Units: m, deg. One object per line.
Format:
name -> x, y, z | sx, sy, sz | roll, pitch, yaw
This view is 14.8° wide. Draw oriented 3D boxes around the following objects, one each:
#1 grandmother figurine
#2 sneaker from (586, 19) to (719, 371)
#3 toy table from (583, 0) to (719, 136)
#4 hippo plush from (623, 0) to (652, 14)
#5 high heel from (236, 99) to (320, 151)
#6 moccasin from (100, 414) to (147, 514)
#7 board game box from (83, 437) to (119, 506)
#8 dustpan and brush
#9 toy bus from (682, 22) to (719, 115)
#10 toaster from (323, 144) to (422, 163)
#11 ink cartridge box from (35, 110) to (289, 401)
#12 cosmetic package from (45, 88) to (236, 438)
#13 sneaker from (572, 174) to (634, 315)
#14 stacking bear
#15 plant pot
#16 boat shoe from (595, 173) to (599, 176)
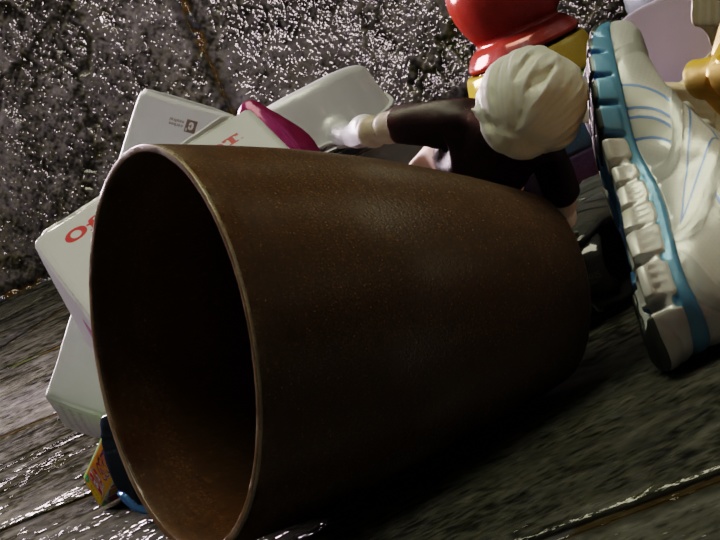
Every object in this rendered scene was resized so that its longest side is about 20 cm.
grandmother figurine -> 0.057, -0.056, 1.383 | 0.121, 0.061, 0.200 | 11, -23, -16
sneaker -> 0.158, -0.042, 1.308 | 0.086, 0.201, 0.075 | -13, -38, 2
toy table -> 0.191, -0.082, 1.415 | 0.199, 0.185, 0.117 | -8, 2, 27
hippo plush -> 0.263, -0.165, 1.822 | 0.199, 0.161, 0.159 | -26, 6, -10
high heel -> -0.071, -0.017, 1.683 | 0.067, 0.096, 0.200 | -29, -15, -31
moccasin -> -0.049, 0.064, 1.527 | 0.199, 0.068, 0.080 | -27, 6, -20
board game box -> -0.065, 0.073, 1.614 | 0.199, 0.030, 0.096 | -29, -10, -20
dustpan and brush -> -0.025, -0.091, 1.781 | 0.139, 0.057, 0.200 | -28, 0, -18
toy bus -> 0.238, -0.064, 1.179 | 0.135, 0.200, 0.193 | -7, 51, 58
toaster -> 0.009, -0.024, 1.836 | 0.199, 0.119, 0.181 | -25, 5, 0
ink cartridge box -> -0.067, 0.017, 1.468 | 0.144, 0.085, 0.200 | -32, 38, -9
cosmetic package -> -0.128, 0.003, 1.701 | 0.074, 0.201, 0.102 | 16, -13, 4
sneaker -> 0.092, 0.004, 1.498 | 0.199, 0.076, 0.091 | -29, 14, -12
stacking bear -> 0.124, -0.132, 1.904 | 0.113, 0.201, 0.121 | -20, 8, 38
plant pot -> 0.000, 0.022, 1.298 | 0.199, 0.188, 0.187 | -9, -2, -27
boat shoe -> 0.088, -0.009, 1.653 | 0.199, 0.061, 0.074 | -21, 8, 31
